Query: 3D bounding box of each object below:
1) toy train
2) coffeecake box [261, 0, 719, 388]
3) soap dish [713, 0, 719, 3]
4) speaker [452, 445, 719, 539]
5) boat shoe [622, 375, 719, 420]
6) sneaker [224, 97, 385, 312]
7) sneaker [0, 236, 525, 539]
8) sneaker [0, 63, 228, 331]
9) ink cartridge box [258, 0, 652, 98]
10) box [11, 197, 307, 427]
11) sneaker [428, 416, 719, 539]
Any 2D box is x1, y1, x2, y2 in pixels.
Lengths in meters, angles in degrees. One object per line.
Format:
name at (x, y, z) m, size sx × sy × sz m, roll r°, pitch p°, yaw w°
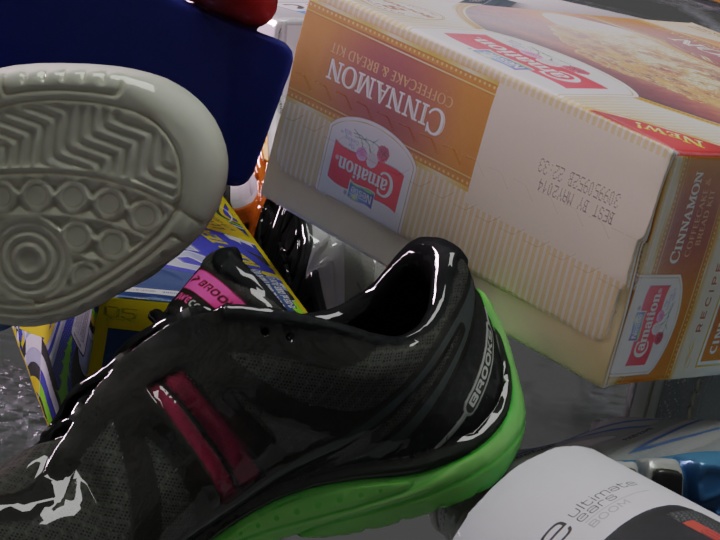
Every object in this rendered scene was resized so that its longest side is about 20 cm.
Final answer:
toy train at (-0.132, -0.088, 0.724) m, size 0.199 × 0.085 × 0.116 m, roll 20°, pitch 0°, yaw -22°
coffeecake box at (0.095, -0.030, 0.702) m, size 0.199 × 0.074 × 0.153 m, roll -2°, pitch 24°, yaw -45°
soap dish at (0.420, -0.279, 2.073) m, size 0.199 × 0.082 × 0.157 m, roll 2°, pitch 18°, yaw -31°
speaker at (0.106, 0.113, 0.486) m, size 0.081 × 0.082 × 0.199 m, roll -4°, pitch 22°, yaw -43°
boat shoe at (0.158, 0.040, 0.794) m, size 0.064 × 0.075 × 0.201 m, roll 17°, pitch 9°, yaw 33°
sneaker at (0.000, 0.000, 0.794) m, size 0.091 × 0.076 × 0.200 m, roll 19°, pitch 27°, yaw -17°
sneaker at (-0.048, 0.039, 0.578) m, size 0.199 × 0.084 × 0.077 m, roll -18°, pitch 17°, yaw -30°
sneaker at (-0.124, -0.014, 0.654) m, size 0.199 × 0.077 × 0.111 m, roll -23°, pitch 8°, yaw 15°
ink cartridge box at (0.003, -0.103, 0.985) m, size 0.199 × 0.045 × 0.176 m, roll -3°, pitch 14°, yaw -32°
box at (-0.078, 0.008, 0.745) m, size 0.070 × 0.065 × 0.200 m, roll 6°, pitch 17°, yaw -18°
sneaker at (0.111, 0.071, 0.656) m, size 0.199 × 0.076 × 0.087 m, roll 5°, pitch 11°, yaw -25°
